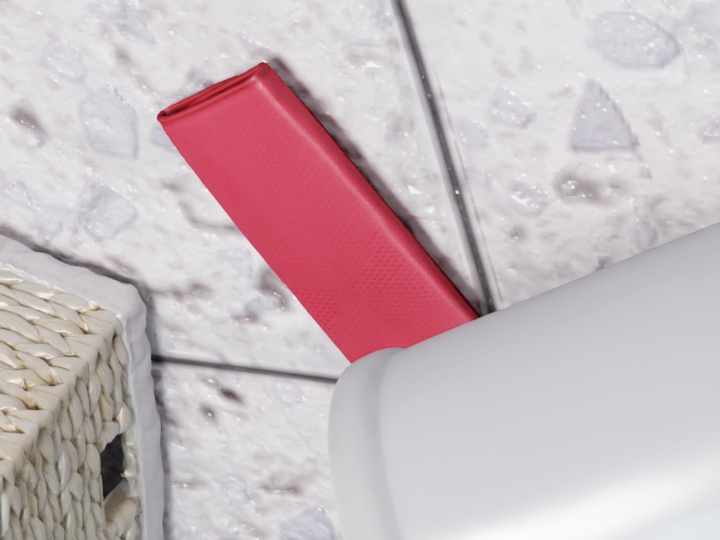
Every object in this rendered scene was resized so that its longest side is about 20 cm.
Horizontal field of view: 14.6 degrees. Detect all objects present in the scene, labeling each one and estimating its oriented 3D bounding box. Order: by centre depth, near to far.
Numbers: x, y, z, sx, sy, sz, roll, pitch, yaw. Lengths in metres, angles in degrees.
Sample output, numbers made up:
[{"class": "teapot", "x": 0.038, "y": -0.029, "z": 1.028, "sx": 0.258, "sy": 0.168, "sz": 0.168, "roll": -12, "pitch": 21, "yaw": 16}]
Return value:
[{"class": "utensil holder", "x": 0.113, "y": 0.074, "z": 0.999, "sx": 0.199, "sy": 0.170, "sz": 0.170, "roll": -24, "pitch": 117, "yaw": 17}, {"class": "dish drying mat", "x": 0.000, "y": 0.000, "z": 1.163, "sx": 0.077, "sy": 0.018, "sz": 0.200, "roll": -22, "pitch": 116, "yaw": 44}, {"class": "basket", "x": -0.213, "y": 0.092, "z": 1.288, "sx": 0.199, "sy": 0.161, "sz": 0.199, "roll": 20, "pitch": 139, "yaw": 18}]
